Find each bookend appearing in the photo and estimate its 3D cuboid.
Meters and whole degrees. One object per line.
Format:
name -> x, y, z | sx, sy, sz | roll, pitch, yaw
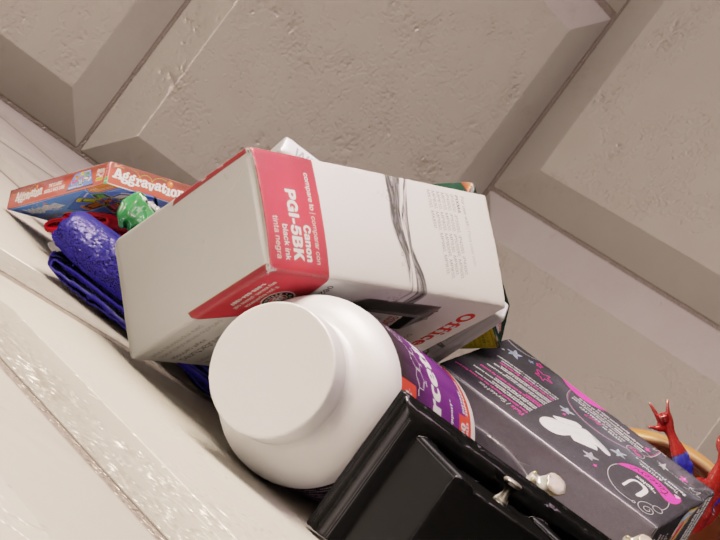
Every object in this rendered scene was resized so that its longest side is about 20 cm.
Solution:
bookend -> 0.092, 0.171, 0.880 | 0.200, 0.092, 0.199 | 36, 0, -14

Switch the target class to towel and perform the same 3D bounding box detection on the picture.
towel -> -0.126, 0.043, 1.218 | 0.200, 0.050, 0.148 | 39, -4, 11

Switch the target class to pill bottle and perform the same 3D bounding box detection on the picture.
pill bottle -> -0.011, 0.082, 1.032 | 0.112, 0.113, 0.200 | 36, 0, 28

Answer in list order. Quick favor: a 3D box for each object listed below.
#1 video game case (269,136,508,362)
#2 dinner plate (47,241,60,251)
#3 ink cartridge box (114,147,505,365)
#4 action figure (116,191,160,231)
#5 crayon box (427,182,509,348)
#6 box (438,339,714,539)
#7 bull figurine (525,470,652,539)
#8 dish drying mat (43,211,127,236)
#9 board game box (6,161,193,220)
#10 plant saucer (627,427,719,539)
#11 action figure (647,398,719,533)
video game case -> -0.013, 0.001, 1.239 | 0.200, 0.018, 0.143 | 36, -40, -15
dinner plate -> -0.161, 0.031, 1.377 | 0.200, 0.024, 0.200 | 37, -2, 1
ink cartridge box -> -0.029, 0.003, 1.093 | 0.200, 0.147, 0.083 | 9, 62, -41
action figure -> -0.086, 0.011, 1.209 | 0.200, 0.055, 0.118 | 36, 1, -19
crayon box -> 0.000, 0.000, 1.295 | 0.199, 0.051, 0.127 | -2, -46, 20
box -> 0.129, 0.165, 1.274 | 0.200, 0.132, 0.115 | 37, 25, 24
bull figurine -> 0.119, 0.194, 1.056 | 0.200, 0.121, 0.065 | 29, 43, -9
dish drying mat -> -0.146, -0.022, 1.359 | 0.077, 0.018, 0.200 | -2, -11, 41
board game box -> -0.190, -0.051, 1.345 | 0.103, 0.020, 0.200 | 15, -11, -31
plant saucer -> 0.217, 0.211, 1.391 | 0.200, 0.200, 0.037 | 37, 30, 0
action figure -> 0.291, 0.135, 1.291 | 0.065, 0.199, 0.099 | -67, 141, -81
